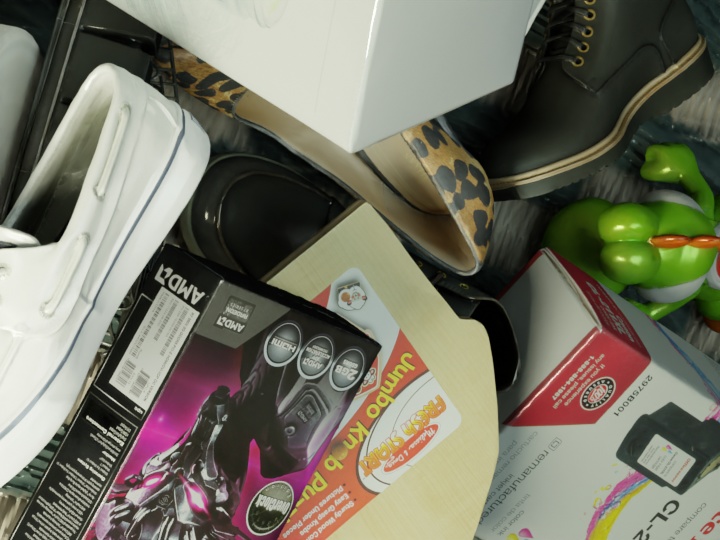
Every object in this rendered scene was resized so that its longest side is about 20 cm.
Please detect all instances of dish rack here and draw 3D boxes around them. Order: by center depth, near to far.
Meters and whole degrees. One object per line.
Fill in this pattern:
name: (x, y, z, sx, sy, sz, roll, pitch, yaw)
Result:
dish rack: (-0.122, -0.039, 1.322, 0.200, 0.055, 0.153, 88, 15, -68)

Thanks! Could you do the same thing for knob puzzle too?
knob puzzle: (-0.014, 0.091, 1.416, 0.220, 0.030, 0.220, -4, 100, -23)

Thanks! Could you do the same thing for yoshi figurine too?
yoshi figurine: (0.178, -0.012, 1.631, 0.112, 0.112, 0.200, -44, 153, 24)

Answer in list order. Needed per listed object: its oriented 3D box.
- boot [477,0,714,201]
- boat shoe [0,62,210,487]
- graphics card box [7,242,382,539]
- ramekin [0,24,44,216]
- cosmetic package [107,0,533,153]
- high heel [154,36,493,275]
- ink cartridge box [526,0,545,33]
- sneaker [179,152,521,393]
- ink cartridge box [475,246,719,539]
boot: (0.113, -0.135, 1.554, 0.200, 0.077, 0.138, -40, 119, -43)
boat shoe: (-0.142, 0.003, 1.168, 0.065, 0.074, 0.200, 40, 69, -34)
graphics card box: (-0.086, 0.097, 1.316, 0.125, 0.051, 0.200, 25, 94, -47)
ramekin: (-0.211, -0.016, 1.226, 0.202, 0.094, 0.202, 10, 90, -83)
cosmetic package: (-0.022, -0.193, 1.190, 0.123, 0.200, 0.199, -27, 140, -44)
high heel: (-0.013, -0.065, 1.411, 0.200, 0.071, 0.143, 4, 55, -46)
ink cartridge box: (0.061, -0.229, 1.422, 0.145, 0.084, 0.200, -60, 158, -15)
sneaker: (0.000, 0.000, 1.453, 0.200, 0.106, 0.075, 33, 77, -39)
ink cartridge box: (0.134, 0.098, 1.566, 0.200, 0.083, 0.146, 32, 106, -39)
